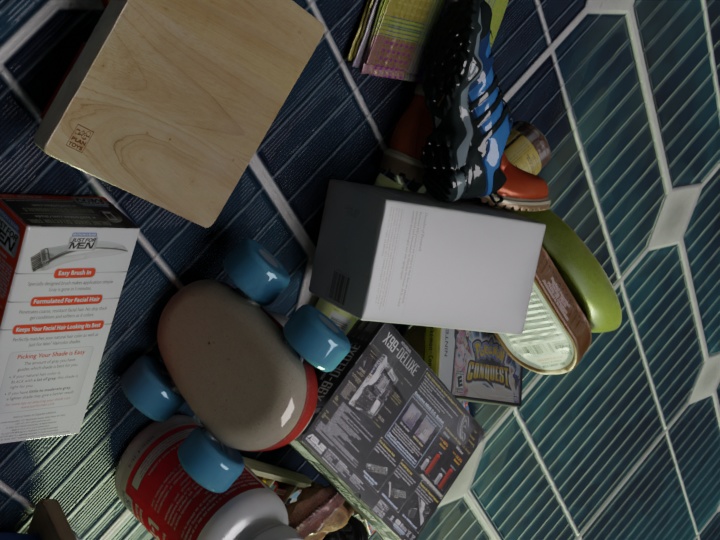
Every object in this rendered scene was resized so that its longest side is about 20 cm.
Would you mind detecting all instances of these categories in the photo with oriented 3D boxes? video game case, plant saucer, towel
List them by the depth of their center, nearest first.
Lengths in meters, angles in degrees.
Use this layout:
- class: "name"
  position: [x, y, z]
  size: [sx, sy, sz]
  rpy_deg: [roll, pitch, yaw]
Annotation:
- class: "towel"
  position: [0.075, -0.257, 1.252]
  size: [0.199, 0.023, 0.145]
  rpy_deg: [-2, 118, -49]
- class: "plant saucer"
  position: [0.220, -0.001, 1.461]
  size: [0.031, 0.200, 0.201]
  rpy_deg: [-38, 141, -12]
- class: "video game case"
  position: [0.139, 0.064, 1.500]
  size: [0.199, 0.025, 0.184]
  rpy_deg: [14, 77, -53]

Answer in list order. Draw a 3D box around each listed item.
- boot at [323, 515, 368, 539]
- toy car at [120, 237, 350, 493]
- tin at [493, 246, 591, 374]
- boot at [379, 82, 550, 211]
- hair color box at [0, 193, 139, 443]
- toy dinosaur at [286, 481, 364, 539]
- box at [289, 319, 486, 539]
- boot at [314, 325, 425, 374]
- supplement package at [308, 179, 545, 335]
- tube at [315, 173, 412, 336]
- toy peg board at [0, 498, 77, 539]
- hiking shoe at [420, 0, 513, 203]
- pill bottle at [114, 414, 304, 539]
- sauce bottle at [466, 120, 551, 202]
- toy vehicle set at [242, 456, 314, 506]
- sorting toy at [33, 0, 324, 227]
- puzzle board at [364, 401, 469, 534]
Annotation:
- class: "boot"
  position: [-0.071, 0.384, 1.502]
  size: [0.214, 0.079, 0.158]
  rpy_deg: [-69, 164, 1]
- class: "toy car"
  position: [-0.091, 0.097, 1.227]
  size: [0.185, 0.177, 0.200]
  rpy_deg: [-48, 157, 8]
- class: "tin"
  position: [0.185, 0.036, 1.434]
  size: [0.201, 0.111, 0.042]
  rpy_deg: [55, 46, -19]
- class: "boot"
  position: [0.126, -0.125, 1.324]
  size: [0.198, 0.075, 0.109]
  rpy_deg: [17, 94, -24]
- class: "hair color box"
  position: [-0.268, 0.041, 1.053]
  size: [0.110, 0.064, 0.202]
  rpy_deg: [-1, 119, -47]
- class: "toy dinosaur"
  position: [-0.060, 0.272, 1.363]
  size: [0.200, 0.086, 0.136]
  rpy_deg: [-49, 159, -3]
- class: "box"
  position: [0.027, 0.171, 1.341]
  size: [0.200, 0.049, 0.158]
  rpy_deg: [48, 68, -29]
- class: "boot"
  position: [0.012, 0.117, 1.431]
  size: [0.201, 0.072, 0.155]
  rpy_deg: [-52, 142, -5]
- class: "supplement package"
  position: [0.068, -0.012, 1.285]
  size: [0.198, 0.121, 0.122]
  rpy_deg: [6, 99, -30]
- class: "tube"
  position: [0.000, 0.000, 1.347]
  size: [0.202, 0.051, 0.058]
  rpy_deg: [-63, 174, 4]
- class: "toy peg board"
  position: [-0.318, 0.342, 1.131]
  size: [0.097, 0.200, 0.201]
  rpy_deg: [10, 110, -36]
- class: "hiking shoe"
  position: [0.110, -0.169, 1.252]
  size: [0.086, 0.074, 0.203]
  rpy_deg: [-3, 105, -34]
- class: "pill bottle"
  position: [-0.143, 0.238, 1.233]
  size: [0.111, 0.199, 0.113]
  rpy_deg: [-28, 136, -31]
- class: "sauce bottle"
  position: [0.126, -0.086, 1.410]
  size: [0.199, 0.065, 0.065]
  rpy_deg: [-40, 141, -18]
- class: "toy vehicle set"
  position: [-0.123, 0.274, 1.398]
  size: [0.125, 0.026, 0.200]
  rpy_deg: [-55, 156, -1]
- class: "sorting toy"
  position: [-0.153, -0.162, 1.021]
  size: [0.199, 0.069, 0.200]
  rpy_deg: [26, 97, -54]
- class: "puzzle board"
  position: [0.071, 0.236, 1.635]
  size: [0.199, 0.017, 0.152]
  rpy_deg: [-40, 142, -22]
